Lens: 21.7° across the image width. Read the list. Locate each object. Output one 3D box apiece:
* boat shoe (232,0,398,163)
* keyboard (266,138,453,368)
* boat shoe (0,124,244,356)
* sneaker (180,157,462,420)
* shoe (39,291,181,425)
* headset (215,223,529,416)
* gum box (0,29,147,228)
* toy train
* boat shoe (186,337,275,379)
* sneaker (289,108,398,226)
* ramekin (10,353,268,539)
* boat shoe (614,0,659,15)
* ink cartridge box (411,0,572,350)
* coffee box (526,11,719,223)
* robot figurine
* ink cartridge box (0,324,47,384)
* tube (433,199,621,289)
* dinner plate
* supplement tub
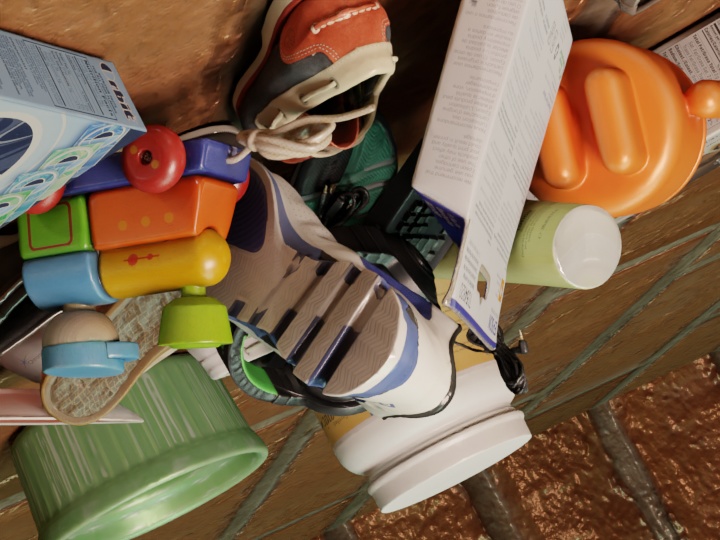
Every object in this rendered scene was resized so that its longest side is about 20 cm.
[{"bbox_3d":[-0.020,-0.093,0.989,0.071,0.063,0.200,-25,168,-16],"label":"boat shoe"},{"bbox_3d":[0.000,0.000,1.160,0.127,0.021,0.200,7,126,-43],"label":"keyboard"},{"bbox_3d":[-0.144,-0.011,1.049,0.200,0.057,0.067,-28,154,-2],"label":"boat shoe"},{"bbox_3d":[-0.015,0.025,0.997,0.081,0.199,0.115,-51,136,2],"label":"sneaker"},{"bbox_3d":[-0.115,0.013,1.121,0.200,0.070,0.053,-38,-155,10],"label":"shoe"},{"bbox_3d":[0.011,0.039,1.116,0.200,0.094,0.124,4,130,-40],"label":"headset"},{"bbox_3d":[-0.215,-0.046,0.823,0.170,0.045,0.200,-32,166,19],"label":"gum box"},{"bbox_3d":[-0.081,-0.012,0.943,0.200,0.116,0.085,-8,173,23],"label":"toy train"},{"bbox_3d":[-0.080,0.058,1.446,0.074,0.067,0.200,-33,166,25],"label":"boat shoe"},{"bbox_3d":[-0.030,-0.044,1.179,0.074,0.088,0.200,-17,140,-22],"label":"sneaker"},{"bbox_3d":[-0.184,0.149,1.522,0.200,0.098,0.200,-26,167,-6],"label":"ramekin"},{"bbox_3d":[0.216,-0.202,1.042,0.200,0.060,0.072,-24,166,-15],"label":"boat shoe"},{"bbox_3d":[0.069,-0.066,1.035,0.041,0.200,0.200,13,173,12],"label":"ink cartridge box"},{"bbox_3d":[0.214,-0.103,1.375,0.200,0.080,0.113,-30,166,12],"label":"coffee box"},{"bbox_3d":[0.161,-0.092,1.226,0.144,0.117,0.200,-54,167,15],"label":"robot figurine"},{"bbox_3d":[-0.169,0.026,1.187,0.160,0.047,0.200,-36,166,33],"label":"ink cartridge box"},{"bbox_3d":[0.086,-0.019,1.191,0.058,0.052,0.200,-12,-171,-27],"label":"tube"},{"bbox_3d":[-0.240,0.089,1.212,0.200,0.024,0.200,-1,176,0],"label":"dinner plate"},{"bbox_3d":[0.025,0.059,1.363,0.145,0.200,0.145,-26,167,-7],"label":"supplement tub"}]
